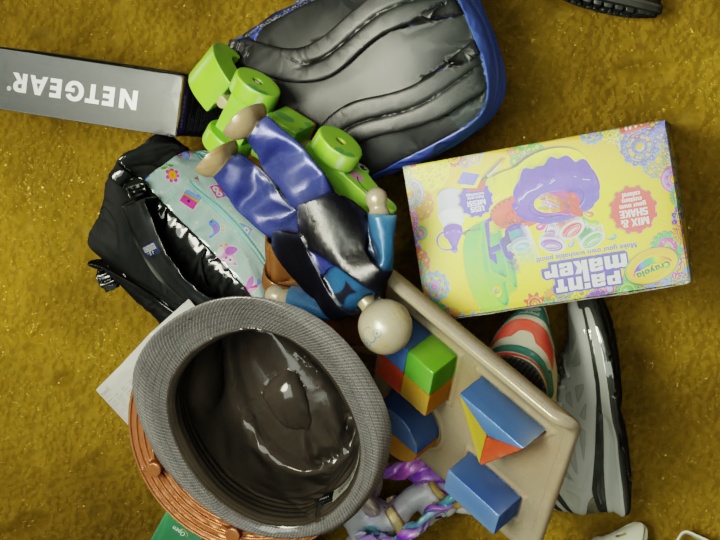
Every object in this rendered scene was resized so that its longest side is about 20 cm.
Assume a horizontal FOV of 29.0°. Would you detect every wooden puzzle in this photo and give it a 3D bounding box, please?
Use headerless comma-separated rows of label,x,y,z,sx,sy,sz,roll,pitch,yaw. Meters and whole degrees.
wooden puzzle,0.071,0.118,1.050,0.046,0.201,0.185,-37,61,-27

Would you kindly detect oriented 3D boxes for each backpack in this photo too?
backpack,-0.128,-0.011,1.198,0.200,0.167,0.127,40,59,7
backpack,0.016,-0.163,1.136,0.198,0.168,0.164,-25,95,22

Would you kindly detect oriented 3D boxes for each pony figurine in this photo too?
pony figurine,-0.010,0.191,1.204,0.199,0.167,0.193,-39,106,20

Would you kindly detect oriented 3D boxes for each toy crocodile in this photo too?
toy crocodile,-0.054,-0.097,1.059,0.199,0.062,0.068,38,120,12

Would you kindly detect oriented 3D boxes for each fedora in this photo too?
fedora,-0.064,0.095,1.023,0.176,0.090,0.201,-35,102,19

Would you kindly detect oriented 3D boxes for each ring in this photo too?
ring,-0.091,0.129,1.095,0.198,0.019,0.203,3,103,11

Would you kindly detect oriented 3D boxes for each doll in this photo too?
doll,-0.034,-0.020,1.009,0.200,0.048,0.137,48,122,9

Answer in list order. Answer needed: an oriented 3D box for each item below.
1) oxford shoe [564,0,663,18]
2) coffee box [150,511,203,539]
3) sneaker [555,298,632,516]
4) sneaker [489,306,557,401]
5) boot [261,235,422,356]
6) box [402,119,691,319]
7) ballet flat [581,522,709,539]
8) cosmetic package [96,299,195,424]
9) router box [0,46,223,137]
oxford shoe,0.165,-0.269,1.145,0.198,0.073,0.085,28,99,9
coffee box,-0.127,0.189,1.236,0.044,0.123,0.202,30,100,6
sneaker,0.162,0.116,1.170,0.114,0.076,0.203,-5,107,14
sneaker,0.132,0.113,1.126,0.069,0.094,0.201,11,136,16
boot,0.000,0.000,1.139,0.077,0.198,0.157,42,146,43
box,0.155,-0.041,1.107,0.197,0.193,0.124,-9,93,14
ballet flat,0.253,0.251,1.185,0.197,0.074,0.075,12,98,10
cosmetic package,-0.163,0.095,1.201,0.083,0.200,0.051,47,61,-4
router box,-0.220,-0.154,1.205,0.197,0.157,0.053,10,98,12
